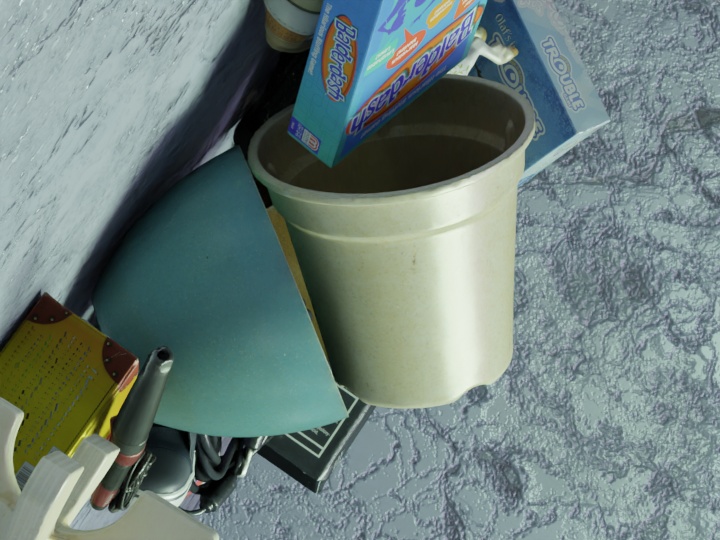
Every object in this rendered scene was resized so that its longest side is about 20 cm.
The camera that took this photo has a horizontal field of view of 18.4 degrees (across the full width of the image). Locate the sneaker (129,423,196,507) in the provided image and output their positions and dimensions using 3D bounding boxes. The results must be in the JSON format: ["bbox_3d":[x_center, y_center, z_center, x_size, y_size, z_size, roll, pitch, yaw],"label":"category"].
[{"bbox_3d":[-0.156,0.082,1.622,0.201,0.078,0.080,-103,-154,-49],"label":"sneaker"}]

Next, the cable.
[{"bbox_3d":[-0.085,0.093,1.724,0.163,0.051,0.201,-34,147,-42],"label":"cable"}]

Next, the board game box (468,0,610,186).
[{"bbox_3d":[0.102,-0.172,1.868,0.043,0.201,0.199,-21,171,-32],"label":"board game box"}]

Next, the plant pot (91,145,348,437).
[{"bbox_3d":[-0.107,0.032,1.529,0.134,0.202,0.200,-22,174,-2],"label":"plant pot"}]

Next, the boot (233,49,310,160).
[{"bbox_3d":[-0.005,-0.171,1.688,0.158,0.079,0.211,-59,175,36],"label":"boot"}]

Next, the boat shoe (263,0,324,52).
[{"bbox_3d":[-0.002,-0.212,1.493,0.200,0.075,0.069,-38,166,-42],"label":"boat shoe"}]

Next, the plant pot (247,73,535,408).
[{"bbox_3d":[0.032,-0.013,1.560,0.201,0.199,0.185,-51,139,-53],"label":"plant pot"}]

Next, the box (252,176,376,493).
[{"bbox_3d":[-0.061,0.055,1.946,0.199,0.199,0.123,-55,176,-10],"label":"box"}]

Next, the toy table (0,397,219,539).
[{"bbox_3d":[-0.183,0.153,1.259,0.118,0.199,0.184,-58,-171,1],"label":"toy table"}]

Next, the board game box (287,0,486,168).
[{"bbox_3d":[0.032,-0.177,1.442,0.152,0.045,0.201,-42,163,-33],"label":"board game box"}]

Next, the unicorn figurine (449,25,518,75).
[{"bbox_3d":[0.076,-0.114,1.766,0.074,0.202,0.137,-14,-168,47],"label":"unicorn figurine"}]

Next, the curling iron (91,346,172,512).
[{"bbox_3d":[-0.141,0.097,1.385,0.050,0.025,0.200,-58,174,-31],"label":"curling iron"}]

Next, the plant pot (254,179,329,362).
[{"bbox_3d":[0.000,0.000,1.820,0.185,0.201,0.187,-30,-168,7],"label":"plant pot"}]

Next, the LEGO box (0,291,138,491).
[{"bbox_3d":[-0.228,0.132,1.418,0.201,0.077,0.149,-55,176,-20],"label":"LEGO box"}]

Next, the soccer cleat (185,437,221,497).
[{"bbox_3d":[-0.145,0.105,1.759,0.073,0.068,0.201,-44,150,-45],"label":"soccer cleat"}]
